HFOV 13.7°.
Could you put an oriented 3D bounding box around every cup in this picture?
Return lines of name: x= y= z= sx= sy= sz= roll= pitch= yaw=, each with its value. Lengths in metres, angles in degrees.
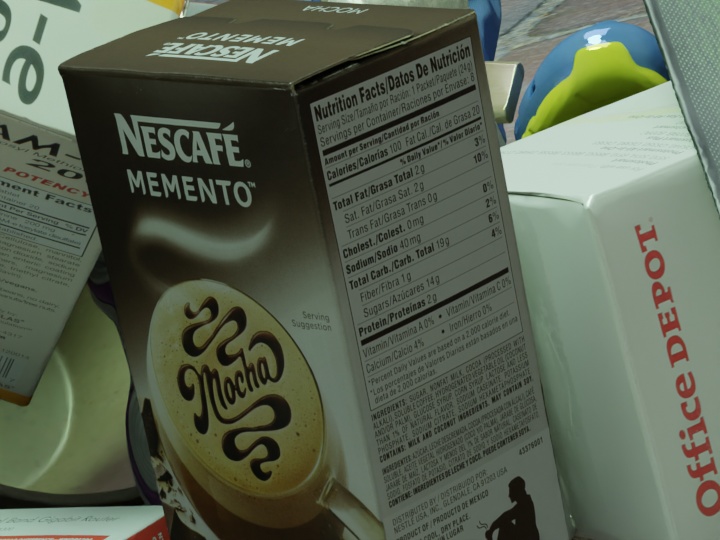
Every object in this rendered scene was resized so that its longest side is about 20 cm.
cup: x=-0.146 y=0.024 z=1.213 sx=0.200 sy=0.201 sz=0.143 roll=-24 pitch=-13 yaw=-32

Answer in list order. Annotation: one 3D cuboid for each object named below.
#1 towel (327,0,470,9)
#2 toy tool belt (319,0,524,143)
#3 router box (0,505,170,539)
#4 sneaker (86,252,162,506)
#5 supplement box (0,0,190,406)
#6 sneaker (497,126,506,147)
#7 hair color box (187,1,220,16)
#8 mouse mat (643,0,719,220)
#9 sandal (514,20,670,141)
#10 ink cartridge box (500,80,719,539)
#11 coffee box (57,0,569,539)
towel: x=0.000 y=0.000 z=1.051 sx=0.034 sy=0.201 sz=0.132 roll=10 pitch=27 yaw=42
toy tool belt: x=0.021 y=-0.112 z=1.328 sx=0.123 sy=0.125 sz=0.200 roll=-34 pitch=39 yaw=30
router box: x=-0.181 y=0.137 z=1.019 sx=0.200 sy=0.049 sz=0.179 roll=-5 pitch=16 yaw=41
sneaker: x=-0.047 y=0.016 z=1.132 sx=0.099 sy=0.200 sz=0.075 roll=12 pitch=-39 yaw=-31
supplement box: x=-0.117 y=-0.054 z=1.057 sx=0.073 sy=0.126 sz=0.200 roll=18 pitch=-31 yaw=-9
sneaker: x=0.047 y=0.017 z=1.219 sx=0.074 sy=0.119 sz=0.200 roll=-4 pitch=-20 yaw=23
hair color box: x=-0.031 y=-0.061 z=1.412 sx=0.064 sy=0.111 sz=0.200 roll=-17 pitch=-10 yaw=39
mouse mat: x=0.173 y=-0.095 z=0.987 sx=0.160 sy=0.008 sz=0.200 roll=-10 pitch=51 yaw=-5
sandal: x=0.105 y=-0.068 z=1.285 sx=0.079 sy=0.087 sz=0.200 roll=-5 pitch=-16 yaw=5
ink cartridge box: x=0.117 y=0.008 z=1.026 sx=0.200 sy=0.129 sz=0.125 roll=-21 pitch=13 yaw=-26
coffee box: x=-0.011 y=0.021 z=0.934 sx=0.080 sy=0.201 sz=0.113 roll=-26 pitch=22 yaw=-38
